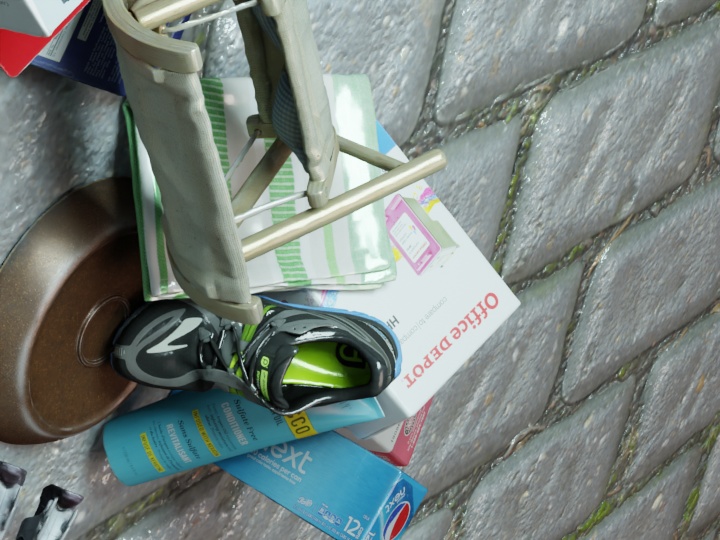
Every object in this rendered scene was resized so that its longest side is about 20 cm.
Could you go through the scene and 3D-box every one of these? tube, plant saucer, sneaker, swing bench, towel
[{"bbox_3d":[-0.087,0.101,1.533,0.078,0.199,0.050,62,20,-22],"label":"tube"},{"bbox_3d":[-0.184,0.035,1.460,0.200,0.034,0.201,-41,145,-37],"label":"plant saucer"},{"bbox_3d":[-0.070,0.055,1.452,0.083,0.198,0.071,-80,174,-77],"label":"sneaker"},{"bbox_3d":[-0.066,-0.112,1.334,0.200,0.129,0.200,-39,136,-32],"label":"swing bench"},{"bbox_3d":[-0.066,-0.058,1.461,0.199,0.023,0.154,-5,85,-35],"label":"towel"}]

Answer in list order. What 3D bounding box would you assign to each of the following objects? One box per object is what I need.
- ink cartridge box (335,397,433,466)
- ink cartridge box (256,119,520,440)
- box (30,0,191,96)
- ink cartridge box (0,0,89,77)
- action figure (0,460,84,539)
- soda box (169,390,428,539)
[{"bbox_3d":[-0.003,0.057,1.722,0.147,0.082,0.200,-68,155,-12],"label":"ink cartridge box"},{"bbox_3d":[0.000,0.000,1.565,0.144,0.200,0.085,-43,-171,-34],"label":"ink cartridge box"},{"bbox_3d":[-0.166,-0.177,1.299,0.200,0.032,0.122,16,100,-61],"label":"box"},{"bbox_3d":[-0.150,-0.227,1.168,0.200,0.084,0.176,-50,130,-24],"label":"ink cartridge box"},{"bbox_3d":[-0.257,0.231,1.443,0.130,0.069,0.201,26,78,-22],"label":"action figure"},{"bbox_3d":[-0.053,0.139,1.601,0.068,0.199,0.064,-59,153,-5],"label":"soda box"}]
